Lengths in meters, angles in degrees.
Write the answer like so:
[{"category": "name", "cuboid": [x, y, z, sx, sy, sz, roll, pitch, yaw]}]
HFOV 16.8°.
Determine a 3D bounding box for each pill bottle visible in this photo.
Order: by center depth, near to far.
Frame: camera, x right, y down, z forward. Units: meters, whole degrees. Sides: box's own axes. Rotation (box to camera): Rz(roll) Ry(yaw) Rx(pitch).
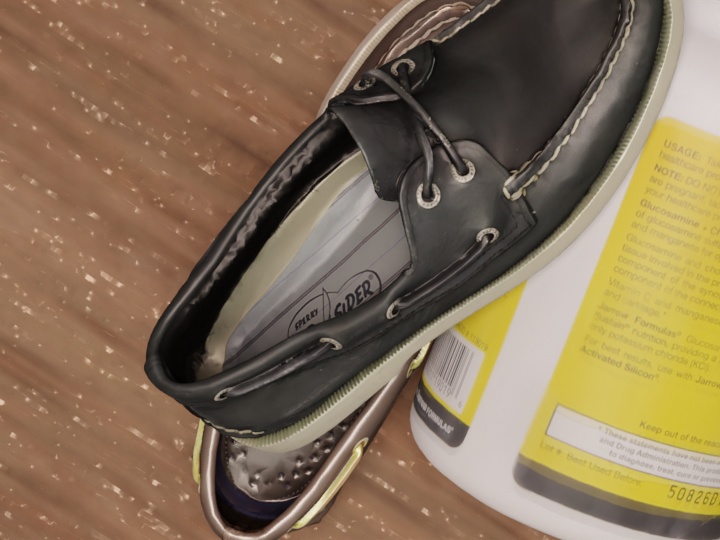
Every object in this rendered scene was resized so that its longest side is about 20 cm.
[{"category": "pill bottle", "cuboid": [0.098, -0.018, 0.769, 0.112, 0.112, 0.201, 20, 102, -2]}]

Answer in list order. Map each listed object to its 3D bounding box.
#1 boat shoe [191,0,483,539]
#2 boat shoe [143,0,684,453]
[{"category": "boat shoe", "cuboid": [0.000, 0.000, 0.803, 0.072, 0.060, 0.201, 26, 102, -3]}, {"category": "boat shoe", "cuboid": [0.009, -0.025, 0.719, 0.199, 0.066, 0.075, -41, 57, 22]}]
